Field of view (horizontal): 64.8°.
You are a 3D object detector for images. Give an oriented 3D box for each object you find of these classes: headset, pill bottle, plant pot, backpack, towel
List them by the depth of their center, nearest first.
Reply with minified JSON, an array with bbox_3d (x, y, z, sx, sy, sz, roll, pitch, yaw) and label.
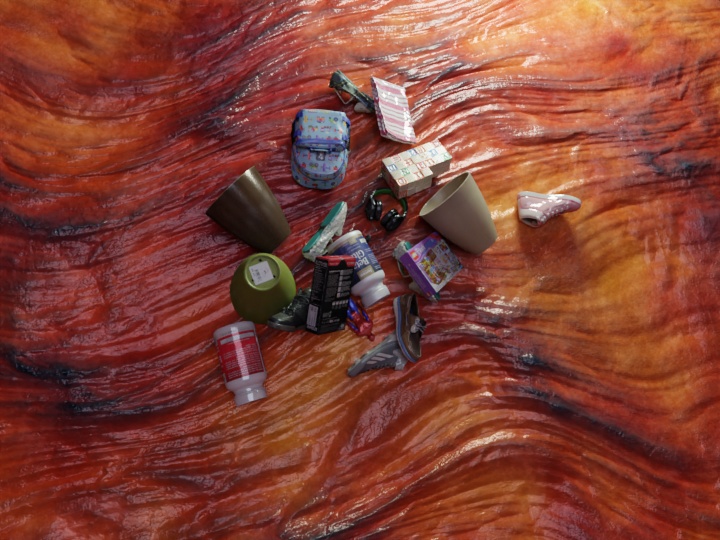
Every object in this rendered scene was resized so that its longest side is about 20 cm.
[{"bbox_3d":[-0.307,0.243,1.477,0.110,0.112,0.203,-14,78,-12],"label":"pill bottle"},{"bbox_3d":[-0.257,0.032,1.493,0.184,0.200,0.191,2,76,-9],"label":"plant pot"},{"bbox_3d":[-0.289,-0.147,1.561,0.200,0.187,0.187,47,73,-10],"label":"plant pot"},{"bbox_3d":[0.000,0.000,1.590,0.110,0.111,0.202,-29,82,-15],"label":"pill bottle"},{"bbox_3d":[-0.118,-0.347,1.650,0.179,0.135,0.204,6,77,-7],"label":"backpack"},{"bbox_3d":[0.305,-0.150,1.657,0.187,0.187,0.200,-45,101,-17],"label":"plant pot"},{"bbox_3d":[0.061,-0.155,1.674,0.122,0.094,0.201,29,58,3],"label":"headset"},{"bbox_3d":[0.104,-0.490,1.740,0.145,0.030,0.203,2,73,-43],"label":"towel"}]

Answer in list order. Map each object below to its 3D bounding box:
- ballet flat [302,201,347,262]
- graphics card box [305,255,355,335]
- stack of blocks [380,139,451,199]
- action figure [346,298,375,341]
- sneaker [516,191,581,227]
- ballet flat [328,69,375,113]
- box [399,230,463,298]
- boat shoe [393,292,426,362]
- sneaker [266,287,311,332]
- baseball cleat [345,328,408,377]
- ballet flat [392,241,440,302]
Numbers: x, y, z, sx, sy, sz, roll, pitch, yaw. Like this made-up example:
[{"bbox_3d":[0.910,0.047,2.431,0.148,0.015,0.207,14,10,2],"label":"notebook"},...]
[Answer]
[{"bbox_3d":[-0.094,-0.106,1.635,0.071,0.072,0.201,36,75,1],"label":"ballet flat"},{"bbox_3d":[-0.078,0.062,1.499,0.050,0.125,0.204,13,101,32],"label":"graphics card box"},{"bbox_3d":[0.174,-0.305,1.704,0.198,0.059,0.116,-23,61,-16],"label":"stack of blocks"},{"bbox_3d":[-0.023,0.116,1.590,0.065,0.052,0.201,-37,89,-11],"label":"action figure"},{"bbox_3d":[0.579,-0.178,1.749,0.197,0.076,0.106,7,70,0],"label":"sneaker"},{"bbox_3d":[-0.015,-0.532,1.755,0.199,0.074,0.075,39,73,1],"label":"ballet flat"},{"bbox_3d":[0.204,-0.021,1.609,0.138,0.039,0.199,54,39,2],"label":"box"},{"bbox_3d":[0.140,0.151,1.560,0.072,0.072,0.203,24,45,-46],"label":"boat shoe"},{"bbox_3d":[-0.170,0.099,1.491,0.075,0.198,0.116,17,101,32],"label":"sneaker"},{"bbox_3d":[0.061,0.250,1.558,0.199,0.070,0.107,-37,84,-15],"label":"baseball cleat"},{"bbox_3d":[0.157,0.013,1.638,0.071,0.072,0.202,-27,80,-15],"label":"ballet flat"}]
